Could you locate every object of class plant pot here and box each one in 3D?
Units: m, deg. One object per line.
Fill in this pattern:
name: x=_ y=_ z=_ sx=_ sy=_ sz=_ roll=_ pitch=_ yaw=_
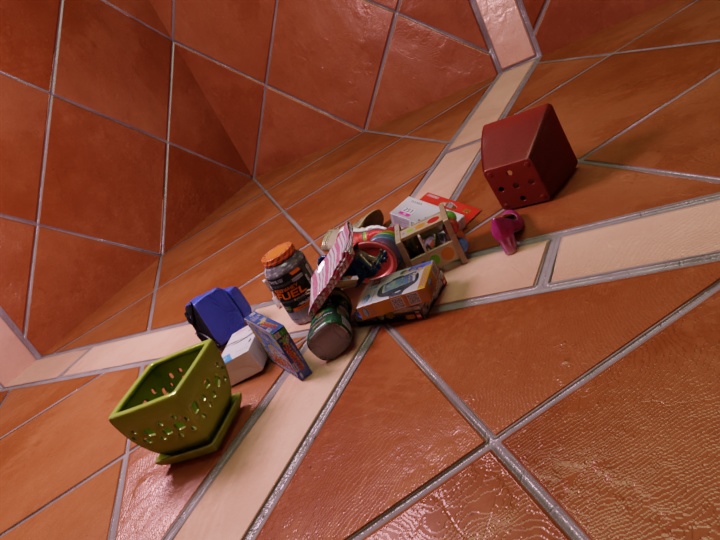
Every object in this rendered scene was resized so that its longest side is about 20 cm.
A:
plant pot: x=0.424 y=-0.274 z=1.550 sx=0.198 sy=0.201 sz=0.177 roll=-11 pitch=40 yaw=40
plant pot: x=-0.388 y=0.301 z=1.310 sx=0.198 sy=0.183 sz=0.200 roll=-21 pitch=23 yaw=21

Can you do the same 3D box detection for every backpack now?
backpack: x=-0.423 y=0.136 z=1.771 sx=0.167 sy=0.164 sz=0.199 roll=-31 pitch=6 yaw=-29

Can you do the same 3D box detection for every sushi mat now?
sushi mat: x=-0.059 y=0.039 z=1.572 sx=0.095 sy=0.012 sz=0.199 roll=-18 pitch=-6 yaw=25

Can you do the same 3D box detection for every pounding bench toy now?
pounding bench toy: x=0.181 y=-0.087 z=1.512 sx=0.154 sy=0.125 sz=0.201 roll=-25 pitch=21 yaw=12

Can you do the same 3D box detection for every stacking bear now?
stacking bear: x=0.072 y=-0.060 z=1.630 sx=0.112 sy=0.123 sz=0.200 roll=-12 pitch=18 yaw=24

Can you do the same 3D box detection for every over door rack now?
over door rack: x=-0.228 y=0.026 z=1.880 sx=0.147 sy=0.067 sz=0.200 roll=-33 pitch=21 yaw=-6

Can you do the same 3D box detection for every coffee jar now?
coffee jar: x=-0.071 y=0.120 z=1.423 sx=0.104 sy=0.085 sz=0.200 roll=-41 pitch=18 yaw=15

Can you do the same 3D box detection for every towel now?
towel: x=-0.074 y=-0.005 z=1.408 sx=0.201 sy=0.030 sz=0.147 roll=-55 pitch=19 yaw=28

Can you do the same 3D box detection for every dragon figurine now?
dragon figurine: x=0.000 y=0.000 z=1.445 sx=0.059 sy=0.100 sz=0.201 roll=-35 pitch=-14 yaw=-36

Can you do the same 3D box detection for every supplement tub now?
supplement tub: x=-0.178 y=0.032 z=1.612 sx=0.121 sy=0.201 sz=0.123 roll=-26 pitch=21 yaw=11

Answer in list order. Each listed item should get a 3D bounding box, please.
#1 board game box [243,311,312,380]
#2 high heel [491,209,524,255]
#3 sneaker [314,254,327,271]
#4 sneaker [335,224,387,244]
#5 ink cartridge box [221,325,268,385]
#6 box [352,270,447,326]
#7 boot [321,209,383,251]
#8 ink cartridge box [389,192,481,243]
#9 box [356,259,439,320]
board game box: x=-0.198 y=0.174 z=1.410 sx=0.034 sy=0.136 sz=0.199 roll=-36 pitch=21 yaw=-21
high heel: x=0.342 y=-0.123 z=1.422 sx=0.067 sy=0.097 sz=0.201 roll=-17 pitch=25 yaw=29
sneaker: x=-0.083 y=-0.017 z=1.759 sx=0.076 sy=0.086 sz=0.201 roll=-19 pitch=23 yaw=26
sneaker: x=0.016 y=-0.081 z=1.780 sx=0.197 sy=0.077 sz=0.086 roll=0 pitch=50 yaw=26
ink cartridge box: x=-0.293 y=0.200 z=1.559 sx=0.115 sy=0.067 sz=0.201 roll=-29 pitch=20 yaw=19
box: x=0.092 y=0.067 z=1.403 sx=0.198 sy=0.040 sz=0.137 roll=-11 pitch=29 yaw=41
boot: x=-0.027 y=-0.128 z=1.952 sx=0.154 sy=0.073 sz=0.200 roll=1 pitch=42 yaw=48
ink cartridge box: x=0.211 y=-0.164 z=1.667 sx=0.199 sy=0.044 sz=0.173 roll=24 pitch=55 yaw=37
box: x=0.077 y=0.047 z=1.357 sx=0.198 sy=0.042 sz=0.119 roll=-17 pitch=25 yaw=26
